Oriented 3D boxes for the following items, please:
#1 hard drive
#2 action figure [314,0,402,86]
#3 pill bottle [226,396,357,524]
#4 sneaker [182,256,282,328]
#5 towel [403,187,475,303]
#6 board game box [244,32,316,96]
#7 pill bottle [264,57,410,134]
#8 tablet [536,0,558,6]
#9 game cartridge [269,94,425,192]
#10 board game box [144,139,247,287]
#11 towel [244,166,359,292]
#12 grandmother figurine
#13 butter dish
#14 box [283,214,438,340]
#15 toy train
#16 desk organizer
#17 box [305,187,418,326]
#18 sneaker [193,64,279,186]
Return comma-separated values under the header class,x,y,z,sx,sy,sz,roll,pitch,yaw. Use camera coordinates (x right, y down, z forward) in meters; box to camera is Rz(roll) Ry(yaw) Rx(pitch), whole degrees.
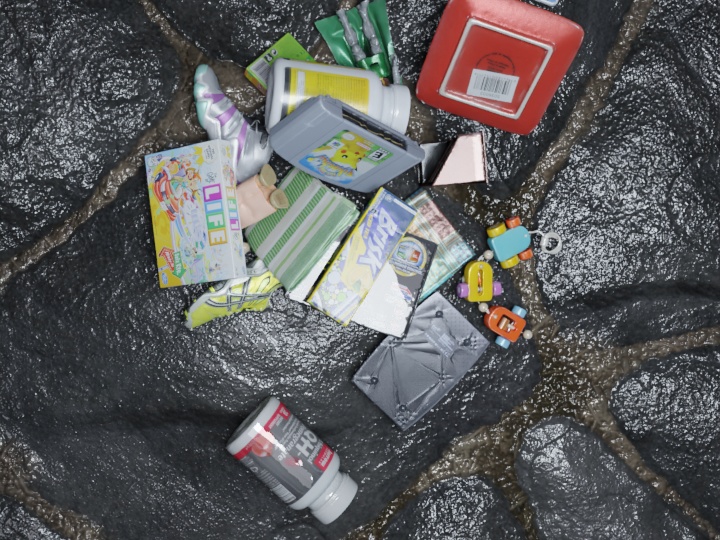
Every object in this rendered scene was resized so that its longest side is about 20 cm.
class,x,y,z,sx,sy,sz,roll,pitch,yaw
hard drive,0.095,0.143,1.208,0.135,0.042,0.200,44,91,-5
action figure,0.021,-0.311,1.163,0.118,0.055,0.200,-23,100,-4
pill bottle,-0.103,0.302,1.177,0.200,0.111,0.111,43,91,-6
sneaker,-0.186,0.040,1.169,0.200,0.075,0.076,-32,96,1
towel,0.066,-0.016,1.201,0.200,0.022,0.147,-39,98,1
board game box,-0.075,-0.263,1.158,0.200,0.030,0.096,45,70,-3
pill bottle,-0.034,-0.241,1.092,0.200,0.112,0.112,5,95,-13
tablet,0.237,-0.509,1.175,0.200,0.014,0.130,19,94,-4
game cartridge,-0.022,-0.173,1.067,0.200,0.133,0.041,20,60,-38
board game box,-0.243,-0.081,1.102,0.134,0.034,0.200,-8,89,24
towel,-0.096,-0.069,1.115,0.153,0.200,0.023,-50,129,2
grandmother figurine,-0.205,-0.080,1.137,0.200,0.061,0.121,-23,89,24
butter dish,0.204,-0.336,1.130,0.200,0.148,0.200,16,134,-6
box,0.000,0.000,1.155,0.200,0.044,0.160,21,86,-7
toy train,0.232,0.014,1.203,0.150,0.056,0.200,25,90,-16
desk organizer,0.130,-0.160,1.106,0.077,0.200,0.072,-6,96,-1
box,0.002,-0.019,1.102,0.070,0.064,0.200,33,85,-4
sneaker,-0.173,-0.224,1.151,0.140,0.078,0.200,-12,105,-4
